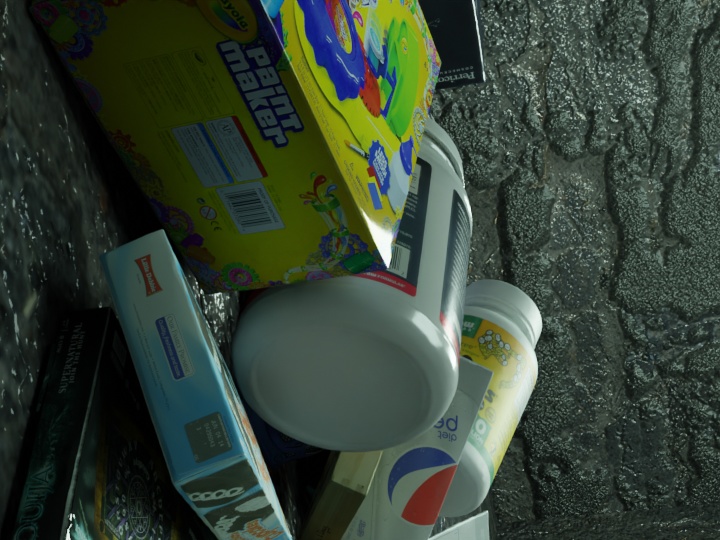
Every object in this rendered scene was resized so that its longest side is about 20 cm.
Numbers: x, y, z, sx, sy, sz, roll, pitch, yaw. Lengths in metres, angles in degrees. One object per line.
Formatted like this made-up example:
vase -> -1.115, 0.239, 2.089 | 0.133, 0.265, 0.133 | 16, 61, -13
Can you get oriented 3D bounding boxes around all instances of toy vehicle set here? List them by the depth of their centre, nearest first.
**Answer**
toy vehicle set -> -0.009, 0.142, 0.882 | 0.201, 0.026, 0.125 | 112, 1, -56

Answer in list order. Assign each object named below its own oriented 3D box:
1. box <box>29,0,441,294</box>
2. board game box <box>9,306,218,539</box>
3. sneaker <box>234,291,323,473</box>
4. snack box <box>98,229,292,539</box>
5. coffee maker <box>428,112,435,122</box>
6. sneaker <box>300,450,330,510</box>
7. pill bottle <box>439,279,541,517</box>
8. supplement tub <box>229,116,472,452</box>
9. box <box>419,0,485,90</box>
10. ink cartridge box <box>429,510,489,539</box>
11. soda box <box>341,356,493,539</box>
box -> -0.054, -0.131, 0.674 | 0.194, 0.120, 0.201 | -75, 148, -43
board game box -> -0.111, 0.135, 0.586 | 0.202, 0.028, 0.137 | 75, 12, -46
sneaker -> -0.046, 0.064, 0.900 | 0.076, 0.077, 0.202 | 74, 13, -49
snack box -> -0.080, 0.075, 0.621 | 0.201, 0.037, 0.117 | 83, -15, -67
coffee maker -> -0.021, -0.150, 1.099 | 0.191, 0.134, 0.202 | 35, -37, 42
sneaker -> -0.016, 0.212, 1.034 | 0.080, 0.070, 0.203 | -9, 85, -79
pill bottle -> 0.091, 0.104, 1.053 | 0.201, 0.111, 0.114 | -57, 145, -41
supplement tub -> 0.000, 0.000, 0.772 | 0.202, 0.138, 0.142 | -79, 161, -45
box -> 0.014, -0.274, 1.161 | 0.201, 0.193, 0.119 | 70, 15, -56
ink cartridge box -> 0.042, 0.319, 1.026 | 0.172, 0.043, 0.203 | -14, 104, -42
soda box -> 0.034, 0.158, 0.913 | 0.068, 0.063, 0.203 | 104, 8, -85
